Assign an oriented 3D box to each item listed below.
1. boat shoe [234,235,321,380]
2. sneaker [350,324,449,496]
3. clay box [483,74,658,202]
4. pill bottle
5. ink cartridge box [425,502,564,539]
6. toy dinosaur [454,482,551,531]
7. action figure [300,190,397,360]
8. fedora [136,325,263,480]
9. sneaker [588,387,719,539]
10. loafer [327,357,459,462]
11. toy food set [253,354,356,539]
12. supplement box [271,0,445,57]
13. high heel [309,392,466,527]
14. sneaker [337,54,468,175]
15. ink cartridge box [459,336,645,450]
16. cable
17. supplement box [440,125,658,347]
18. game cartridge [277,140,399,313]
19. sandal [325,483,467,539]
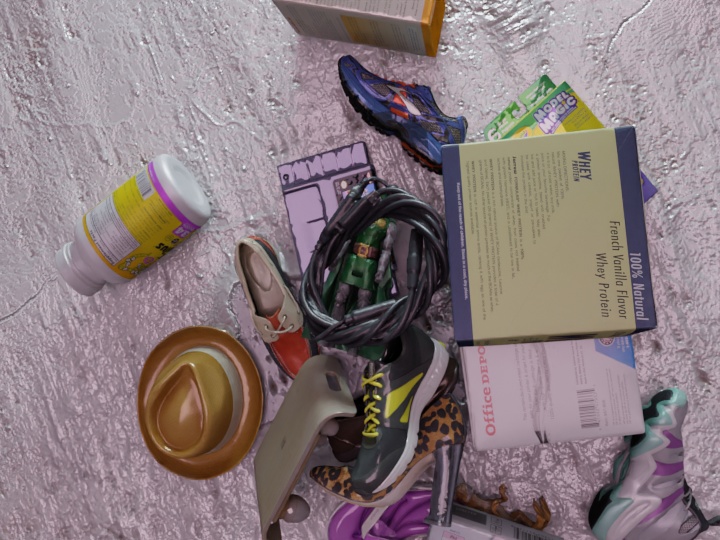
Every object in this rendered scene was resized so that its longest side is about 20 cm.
[{"bbox_3d":[-0.110,0.051,0.922,0.070,0.063,0.205,-23,87,6],"label":"boat shoe"},{"bbox_3d":[0.026,0.148,0.797,0.084,0.074,0.203,40,58,-22],"label":"sneaker"},{"bbox_3d":[0.250,-0.134,0.871,0.114,0.048,0.201,-40,84,6],"label":"clay box"},{"bbox_3d":[-0.300,-0.054,0.934,0.198,0.104,0.106,-35,84,8],"label":"pill bottle"},{"bbox_3d":[0.145,0.391,0.854,0.158,0.057,0.206,14,104,9],"label":"ink cartridge box"},{"bbox_3d":[0.188,0.328,0.882,0.105,0.060,0.203,-32,96,18],"label":"toy dinosaur"},{"bbox_3d":[0.000,0.000,0.880,0.115,0.055,0.206,14,88,12],"label":"action figure"},{"bbox_3d":[-0.221,0.176,0.928,0.194,0.082,0.207,0,89,9],"label":"fedora"},{"bbox_3d":[0.371,0.251,0.837,0.137,0.078,0.204,26,103,7],"label":"sneaker"},{"bbox_3d":[0.033,0.161,0.882,0.198,0.073,0.072,-36,106,7],"label":"loafer"},{"bbox_3d":[-0.068,0.218,0.864,0.059,0.144,0.204,24,103,-19],"label":"toy food set"},{"bbox_3d":[0.002,-0.331,0.876,0.194,0.126,0.076,12,92,9],"label":"supplement box"},{"bbox_3d":[0.032,0.210,0.852,0.195,0.071,0.147,4,77,29],"label":"high heel"},{"bbox_3d":[0.053,-0.207,0.901,0.198,0.075,0.079,39,86,0],"label":"sneaker"},{"bbox_3d":[0.222,0.125,0.854,0.194,0.084,0.149,-8,87,9],"label":"ink cartridge box"},{"bbox_3d":[0.011,0.004,0.811,0.162,0.051,0.202,38,94,25],"label":"cable"},{"bbox_3d":[0.192,-0.027,0.764,0.193,0.134,0.207,-5,81,9],"label":"supplement box"},{"bbox_3d":[-0.027,-0.053,0.925,0.126,0.038,0.206,-14,87,13],"label":"game cartridge"},{"bbox_3d":[0.047,0.311,0.897,0.197,0.050,0.085,-16,87,7],"label":"sandal"}]
